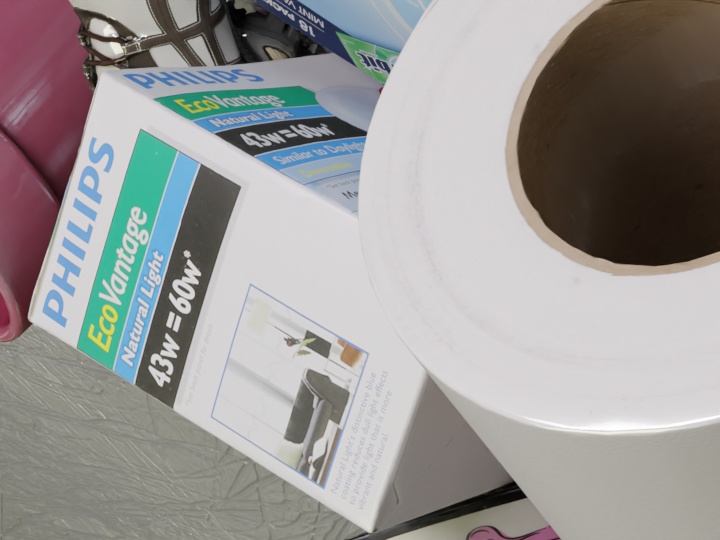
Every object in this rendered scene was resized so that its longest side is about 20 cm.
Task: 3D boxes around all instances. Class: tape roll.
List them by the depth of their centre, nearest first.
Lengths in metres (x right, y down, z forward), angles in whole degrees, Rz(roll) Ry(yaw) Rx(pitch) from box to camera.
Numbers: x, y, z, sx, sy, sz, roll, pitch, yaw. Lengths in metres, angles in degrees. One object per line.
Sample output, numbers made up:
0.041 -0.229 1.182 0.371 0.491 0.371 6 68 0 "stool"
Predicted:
0.117 -0.008 0.778 0.203 0.203 0.139 25 162 38 "tape roll"

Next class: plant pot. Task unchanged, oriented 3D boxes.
-0.196 -0.092 1.401 0.200 0.179 0.200 35 159 16 "plant pot"

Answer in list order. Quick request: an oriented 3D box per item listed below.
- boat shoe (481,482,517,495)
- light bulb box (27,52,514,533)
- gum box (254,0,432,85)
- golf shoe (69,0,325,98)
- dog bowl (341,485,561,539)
0.063 0.077 1.316 0.072 0.200 0.072 29 115 8 "boat shoe"
0.000 0.000 1.179 0.200 0.198 0.125 30 112 27 "light bulb box"
0.024 -0.137 1.101 0.170 0.045 0.200 34 159 18 "gum box"
-0.099 -0.104 1.251 0.200 0.095 0.078 34 172 -41 "golf shoe"
0.054 0.149 1.245 0.200 0.200 0.074 137 117 -70 "dog bowl"
